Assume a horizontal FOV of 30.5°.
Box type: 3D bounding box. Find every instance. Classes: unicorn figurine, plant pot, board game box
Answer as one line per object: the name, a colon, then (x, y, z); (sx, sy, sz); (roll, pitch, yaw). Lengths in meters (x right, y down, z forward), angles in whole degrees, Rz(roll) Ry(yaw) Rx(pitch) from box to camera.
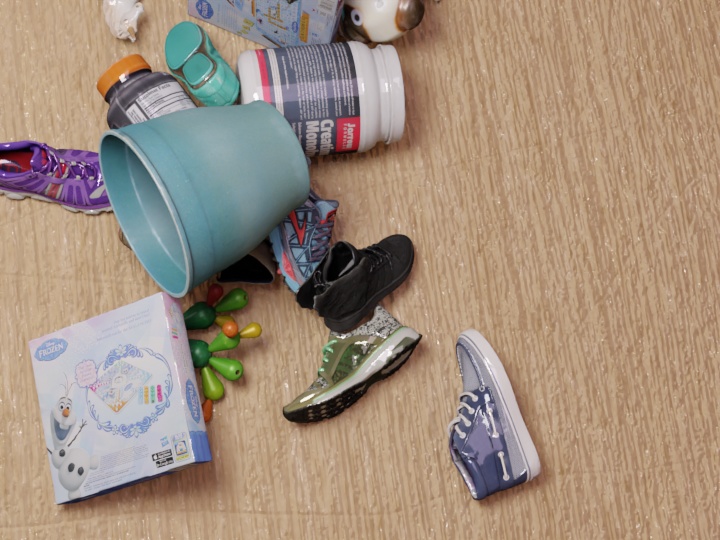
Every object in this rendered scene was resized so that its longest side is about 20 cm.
unicorn figurine: (-0.321, -0.385, 1.725); (0.199, 0.074, 0.138); (31, 82, 17)
plant pot: (-0.166, -0.098, 1.500); (0.187, 0.200, 0.201); (-26, 79, -24)
board game box: (-0.120, -0.347, 1.666); (0.199, 0.200, 0.041); (22, 71, -1)
board game box: (-0.282, 0.150, 1.537); (0.199, 0.043, 0.200); (-19, 76, 23)

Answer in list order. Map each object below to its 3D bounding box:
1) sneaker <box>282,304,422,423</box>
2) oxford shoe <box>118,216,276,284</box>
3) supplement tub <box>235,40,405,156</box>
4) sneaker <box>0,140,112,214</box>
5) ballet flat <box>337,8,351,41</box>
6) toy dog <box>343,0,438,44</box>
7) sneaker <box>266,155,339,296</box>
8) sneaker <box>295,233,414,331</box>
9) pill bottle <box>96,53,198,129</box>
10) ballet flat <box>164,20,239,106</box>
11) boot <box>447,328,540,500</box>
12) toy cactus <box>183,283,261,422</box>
sneaker: (-0.023, 0.113, 1.625); (0.200, 0.077, 0.089); (-33, 69, -20)
oxford shoe: (-0.192, -0.026, 1.602); (0.199, 0.071, 0.075); (7, 33, -20)
supplement tub: (-0.053, -0.215, 1.668); (0.199, 0.140, 0.141); (-6, 75, -8)
sneaker: (-0.374, -0.120, 1.631); (0.199, 0.083, 0.081); (3, 74, -7)
ballet flat: (-0.048, -0.393, 1.767); (0.065, 0.070, 0.201); (-12, 72, 16)
toy dog: (0.032, -0.386, 1.715); (0.139, 0.194, 0.201); (-4, 52, 26)
sneaker: (-0.067, -0.052, 1.622); (0.095, 0.079, 0.201); (-19, 99, 13)
sneaker: (-0.002, -0.001, 1.612); (0.060, 0.105, 0.200); (24, 56, 29)
pill bottle: (-0.245, -0.174, 1.650); (0.106, 0.106, 0.200); (-35, 81, -15)
ballet flat: (-0.199, -0.253, 1.674); (0.067, 0.200, 0.070); (-41, 124, 5)
boot: (0.142, 0.176, 1.617); (0.090, 0.073, 0.201); (-20, 79, -18)
toy cactus: (-0.219, 0.093, 1.594); (0.164, 0.102, 0.201); (26, 82, 11)
